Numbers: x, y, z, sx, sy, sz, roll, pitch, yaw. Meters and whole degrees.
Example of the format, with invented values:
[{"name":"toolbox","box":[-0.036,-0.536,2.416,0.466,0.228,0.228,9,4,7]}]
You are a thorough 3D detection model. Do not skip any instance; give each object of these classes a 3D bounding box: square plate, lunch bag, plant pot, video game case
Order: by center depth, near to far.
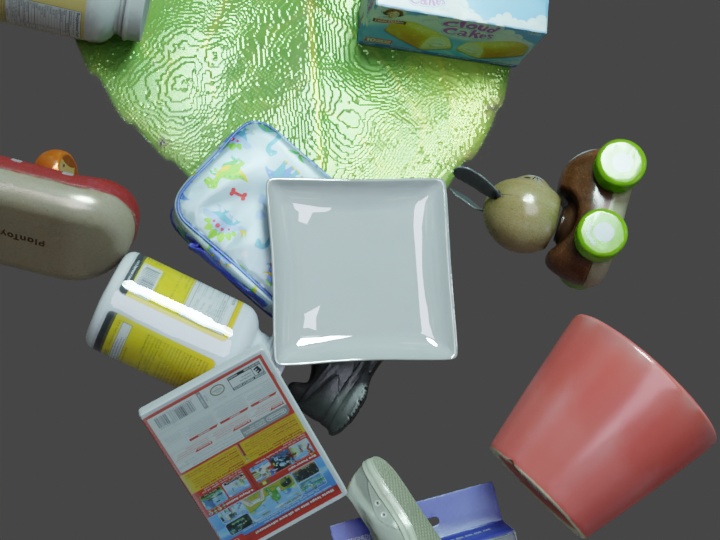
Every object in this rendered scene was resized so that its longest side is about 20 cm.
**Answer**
[{"name":"video game case","box":[-0.119,0.189,1.260,0.143,0.017,0.200,-28,113,-2]},{"name":"square plate","box":[0.000,0.000,1.292,0.200,0.028,0.199,-1,81,-15]},{"name":"plant pot","box":[0.250,0.178,1.319,0.200,0.200,0.177,45,85,-1]},{"name":"lunch bag","box":[-0.099,-0.051,1.334,0.200,0.082,0.161,40,73,-2]}]

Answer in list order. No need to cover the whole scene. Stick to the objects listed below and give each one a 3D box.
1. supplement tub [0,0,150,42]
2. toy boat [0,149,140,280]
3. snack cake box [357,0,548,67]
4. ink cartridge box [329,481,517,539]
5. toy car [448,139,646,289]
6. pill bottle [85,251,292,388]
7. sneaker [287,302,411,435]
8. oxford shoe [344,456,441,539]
[{"name":"supplement tub","box":[-0.324,-0.328,1.307,0.200,0.145,0.146,11,78,-9]},{"name":"toy boat","box":[-0.331,-0.076,1.286,0.200,0.131,0.131,14,46,-5]},{"name":"snack cake box","box":[0.105,-0.298,1.403,0.200,0.115,0.067,7,79,-10]},{"name":"ink cartridge box","box":[0.085,0.351,1.319,0.197,0.047,0.200,-13,85,-13]},{"name":"toy car","box":[0.198,-0.079,1.370,0.200,0.164,0.158,16,77,5]},{"name":"pill bottle","box":[-0.178,0.070,1.281,0.200,0.112,0.112,26,76,-6]},{"name":"sneaker","box":[-0.009,0.078,1.337,0.091,0.076,0.200,31,73,3]},{"name":"oxford shoe","box":[0.047,0.291,1.285,0.058,0.075,0.200,-41,64,14]}]
